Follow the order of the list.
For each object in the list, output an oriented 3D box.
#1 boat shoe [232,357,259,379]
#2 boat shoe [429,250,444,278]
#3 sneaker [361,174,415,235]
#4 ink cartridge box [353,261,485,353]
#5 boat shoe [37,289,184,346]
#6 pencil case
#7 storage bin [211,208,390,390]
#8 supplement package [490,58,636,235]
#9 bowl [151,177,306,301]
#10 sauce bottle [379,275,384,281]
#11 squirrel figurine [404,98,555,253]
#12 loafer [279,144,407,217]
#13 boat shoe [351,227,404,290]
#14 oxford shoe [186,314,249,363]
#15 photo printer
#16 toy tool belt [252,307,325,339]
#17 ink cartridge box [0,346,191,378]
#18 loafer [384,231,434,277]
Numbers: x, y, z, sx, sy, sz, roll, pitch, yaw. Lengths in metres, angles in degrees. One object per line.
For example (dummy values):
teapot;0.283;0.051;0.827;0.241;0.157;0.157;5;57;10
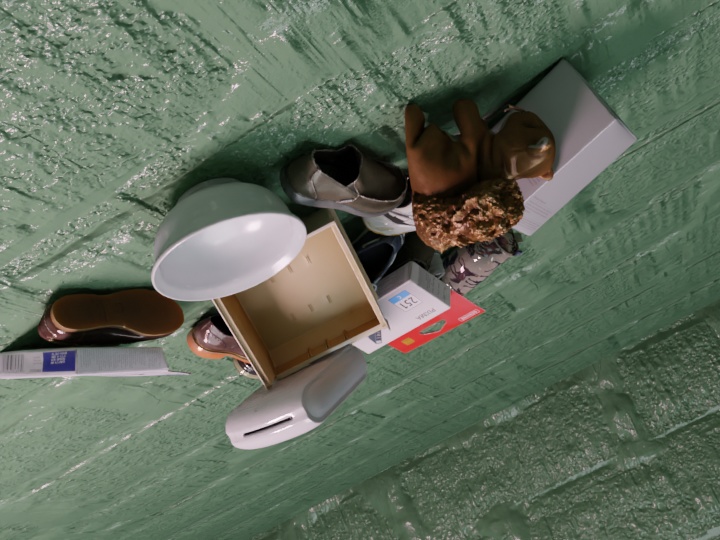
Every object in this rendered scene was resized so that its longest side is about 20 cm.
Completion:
boat shoe;-0.147;0.144;1.591;0.065;0.074;0.199;-45;160;32
boat shoe;0.086;0.033;1.571;0.071;0.066;0.200;-3;150;-42
sneaker;0.100;-0.095;1.241;0.196;0.077;0.088;-3;146;-5
ink cartridge box;0.076;0.081;1.429;0.175;0.045;0.199;31;136;-28
boat shoe;-0.346;0.069;1.215;0.198;0.071;0.070;6;149;-39
pencil case;0.201;-0.009;1.576;0.088;0.079;0.200;19;135;-32
storage bin;-0.085;0.042;1.244;0.198;0.200;0.094;-26;-158;4
supplement package;0.255;-0.164;1.198;0.200;0.118;0.117;-43;153;20
bowl;-0.173;-0.051;1.087;0.198;0.091;0.202;-20;158;-8
sauce bottle;0.007;0.002;1.423;0.064;0.065;0.201;-10;153;-30
squirrel figurine;0.156;-0.117;1.102;0.183;0.203;0.142;-4;153;9
loafer;-0.008;-0.117;1.127;0.198;0.076;0.070;-3;155;-41
boat shoe;0.000;0.000;1.335;0.075;0.062;0.200;37;128;-15
oxford shoe;-0.188;0.107;1.457;0.198;0.072;0.073;2;142;-47
photo printer;-0.097;0.190;1.293;0.165;0.070;0.200;-23;-173;30
toy tool belt;-0.116;0.072;1.406;0.121;0.127;0.200;-10;-179;-3
ink cartridge box;-0.379;0.132;1.255;0.197;0.041;0.199;-7;171;37
loafer;0.065;0.011;1.450;0.074;0.070;0.201;19;139;-6
